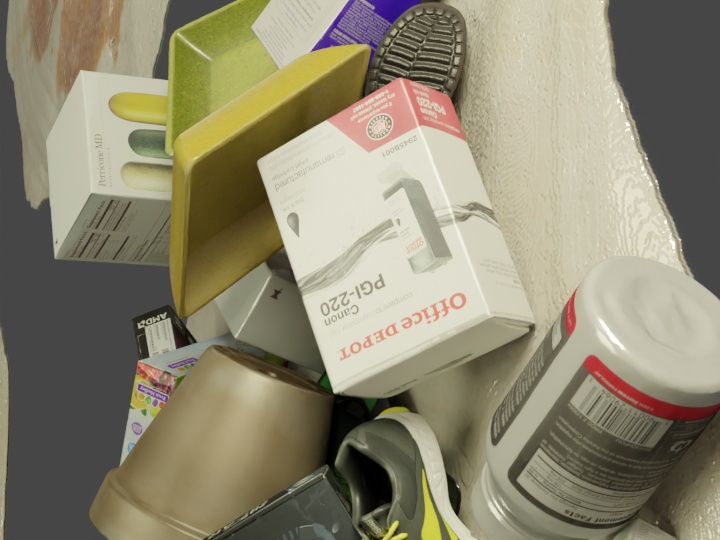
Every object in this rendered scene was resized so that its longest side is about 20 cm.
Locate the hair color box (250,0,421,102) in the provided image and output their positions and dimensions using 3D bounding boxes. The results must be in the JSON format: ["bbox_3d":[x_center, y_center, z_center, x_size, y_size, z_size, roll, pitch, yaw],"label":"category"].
[{"bbox_3d":[0.002,-0.248,1.243,0.200,0.065,0.109,-52,37,16],"label":"hair color box"}]

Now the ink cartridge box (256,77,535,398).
[{"bbox_3d":[0.024,-0.021,1.112,0.145,0.085,0.200,-28,73,25],"label":"ink cartridge box"}]

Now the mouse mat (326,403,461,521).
[{"bbox_3d":[0.013,0.215,1.224,0.200,0.008,0.161,25,110,53],"label":"mouse mat"}]

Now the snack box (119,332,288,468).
[{"bbox_3d":[-0.148,0.141,1.427,0.053,0.200,0.143,18,106,27],"label":"snack box"}]

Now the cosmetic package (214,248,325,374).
[{"bbox_3d":[-0.087,0.008,1.391,0.071,0.101,0.200,-58,29,12],"label":"cosmetic package"}]

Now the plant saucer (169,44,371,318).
[{"bbox_3d":[-0.086,-0.081,1.197,0.048,0.200,0.200,39,146,21],"label":"plant saucer"}]

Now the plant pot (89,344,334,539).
[{"bbox_3d":[-0.108,0.164,1.261,0.200,0.200,0.174,24,92,63],"label":"plant pot"}]

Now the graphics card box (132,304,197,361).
[{"bbox_3d":[-0.189,0.151,1.594,0.126,0.051,0.200,61,-172,-52],"label":"graphics card box"}]

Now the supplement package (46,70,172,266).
[{"bbox_3d":[-0.221,-0.105,1.595,0.151,0.200,0.152,-46,47,53],"label":"supplement package"}]

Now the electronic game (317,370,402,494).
[{"bbox_3d":[-0.009,0.176,1.302,0.200,0.042,0.201,-18,70,62],"label":"electronic game"}]

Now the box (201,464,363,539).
[{"bbox_3d":[-0.042,0.277,1.137,0.200,0.160,0.044,59,-176,0],"label":"box"}]

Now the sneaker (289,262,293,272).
[{"bbox_3d":[0.000,0.000,1.258,0.200,0.088,0.081,20,103,62],"label":"sneaker"}]

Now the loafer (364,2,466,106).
[{"bbox_3d":[0.037,-0.121,1.211,0.071,0.073,0.200,13,-85,-79],"label":"loafer"}]

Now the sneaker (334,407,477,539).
[{"bbox_3d":[0.035,0.204,1.110,0.074,0.085,0.200,-35,72,36],"label":"sneaker"}]

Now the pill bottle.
[{"bbox_3d":[0.145,0.096,0.921,0.200,0.110,0.111,-62,35,39],"label":"pill bottle"}]

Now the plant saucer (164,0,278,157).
[{"bbox_3d":[-0.084,-0.191,1.383,0.199,0.048,0.200,-23,41,15],"label":"plant saucer"}]

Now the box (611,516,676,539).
[{"bbox_3d":[0.125,0.264,0.943,0.200,0.036,0.144,-55,6,45],"label":"box"}]
